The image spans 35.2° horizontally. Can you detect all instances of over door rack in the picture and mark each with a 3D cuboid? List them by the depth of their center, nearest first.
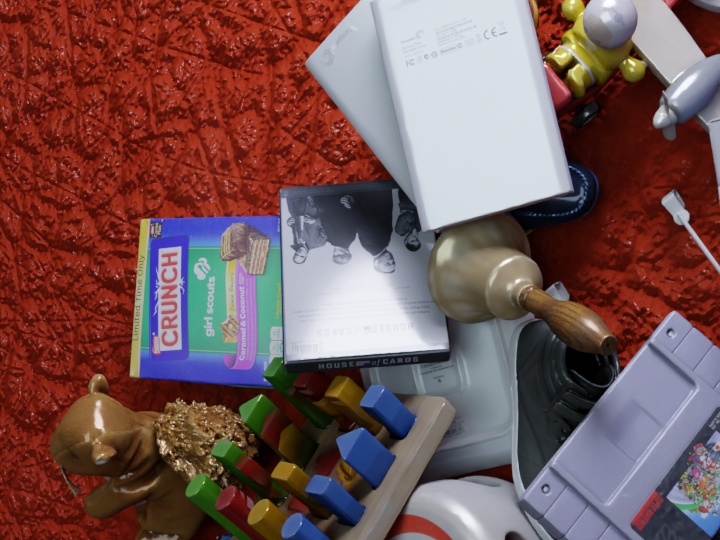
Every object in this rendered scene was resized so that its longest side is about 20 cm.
[{"bbox_3d":[0.257,0.052,0.961,0.147,0.066,0.202,-38,68,20],"label":"over door rack"}]

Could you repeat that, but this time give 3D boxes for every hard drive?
[{"bbox_3d":[0.092,-0.147,0.952,0.130,0.025,0.203,-14,86,20],"label":"hard drive"},{"bbox_3d":[0.055,-0.153,1.001,0.132,0.026,0.201,-43,77,23],"label":"hard drive"}]

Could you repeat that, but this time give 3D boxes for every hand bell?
[{"bbox_3d":[0.141,0.027,0.914,0.105,0.103,0.200,-66,28,8],"label":"hand bell"}]

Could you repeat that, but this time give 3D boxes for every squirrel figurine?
[{"bbox_3d":[-0.202,0.172,1.129,0.197,0.187,0.143,-19,50,16],"label":"squirrel figurine"}]

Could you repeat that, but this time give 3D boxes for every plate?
[{"bbox_3d":[0.077,0.093,1.068,0.197,0.032,0.203,-19,81,29],"label":"plate"}]

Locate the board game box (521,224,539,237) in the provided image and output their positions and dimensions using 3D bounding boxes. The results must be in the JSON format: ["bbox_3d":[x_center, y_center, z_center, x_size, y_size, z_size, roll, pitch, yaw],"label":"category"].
[{"bbox_3d":[0.108,-0.116,1.088,0.105,0.023,0.201,-42,67,22],"label":"board game box"}]

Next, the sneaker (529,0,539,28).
[{"bbox_3d":[0.071,-0.197,1.051,0.200,0.090,0.070,-40,69,18],"label":"sneaker"}]

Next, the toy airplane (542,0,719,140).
[{"bbox_3d":[0.226,-0.212,0.960,0.197,0.141,0.203,6,96,16],"label":"toy airplane"}]

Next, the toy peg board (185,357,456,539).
[{"bbox_3d":[-0.050,0.171,1.005,0.198,0.098,0.201,-5,47,56],"label":"toy peg board"}]

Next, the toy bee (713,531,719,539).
[{"bbox_3d":[0.278,0.250,0.925,0.198,0.108,0.133,-2,115,42],"label":"toy bee"}]

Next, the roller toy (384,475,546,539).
[{"bbox_3d":[0.089,0.277,0.992,0.200,0.139,0.184,42,113,34],"label":"roller toy"}]

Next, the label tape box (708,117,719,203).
[{"bbox_3d":[0.327,-0.012,0.883,0.062,0.144,0.203,-10,80,27],"label":"label tape box"}]

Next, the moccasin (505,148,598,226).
[{"bbox_3d":[0.113,-0.080,1.030,0.197,0.068,0.082,8,89,28],"label":"moccasin"}]

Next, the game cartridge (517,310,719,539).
[{"bbox_3d":[0.229,0.144,0.867,0.129,0.038,0.200,39,72,13],"label":"game cartridge"}]

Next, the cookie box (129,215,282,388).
[{"bbox_3d":[-0.138,0.032,1.182,0.197,0.075,0.174,0,85,30],"label":"cookie box"}]

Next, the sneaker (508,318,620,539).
[{"bbox_3d":[0.173,0.134,0.934,0.099,0.070,0.203,151,114,-67],"label":"sneaker"}]

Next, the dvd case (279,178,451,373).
[{"bbox_3d":[0.000,0.000,1.054,0.148,0.025,0.202,-4,54,0],"label":"dvd case"}]

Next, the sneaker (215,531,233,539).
[{"bbox_3d":[-0.139,0.304,1.167,0.197,0.075,0.080,-1,75,21],"label":"sneaker"}]
